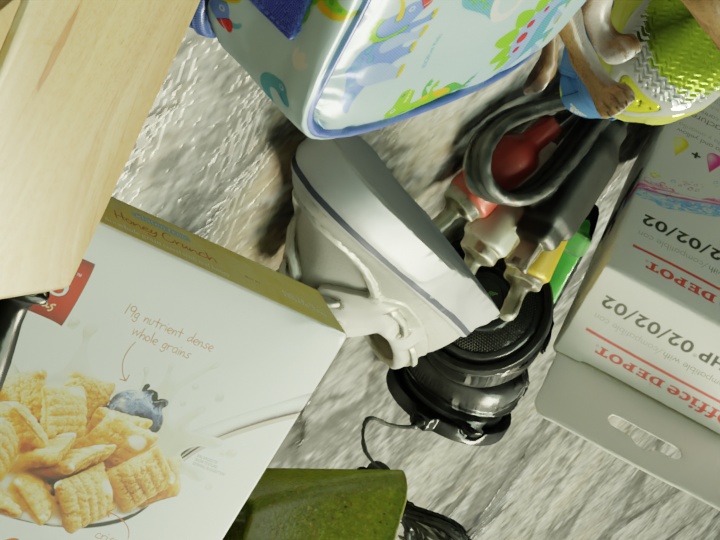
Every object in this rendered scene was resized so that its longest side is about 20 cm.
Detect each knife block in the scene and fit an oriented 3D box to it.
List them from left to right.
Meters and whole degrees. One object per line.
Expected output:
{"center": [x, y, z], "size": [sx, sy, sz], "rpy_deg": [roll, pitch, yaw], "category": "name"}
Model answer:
{"center": [-0.106, -0.035, 0.773], "size": [0.200, 0.064, 0.176], "rpy_deg": [-41, 152, -15], "category": "knife block"}

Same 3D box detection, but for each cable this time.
{"center": [0.100, -0.076, 1.232], "size": [0.200, 0.050, 0.097], "rpy_deg": [-55, 133, -15], "category": "cable"}

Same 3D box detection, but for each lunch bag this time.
{"center": [0.035, -0.141, 0.862], "size": [0.161, 0.082, 0.200], "rpy_deg": [-27, 154, -46], "category": "lunch bag"}

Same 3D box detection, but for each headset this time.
{"center": [0.063, 0.046, 1.296], "size": [0.200, 0.094, 0.124], "rpy_deg": [-47, 165, -33], "category": "headset"}

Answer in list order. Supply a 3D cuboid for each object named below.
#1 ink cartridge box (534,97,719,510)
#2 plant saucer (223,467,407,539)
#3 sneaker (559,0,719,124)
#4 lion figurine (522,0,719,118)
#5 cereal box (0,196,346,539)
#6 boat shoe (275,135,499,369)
{"center": [0.169, 0.010, 1.305], "size": [0.068, 0.115, 0.200], "rpy_deg": [-63, 180, 44], "category": "ink cartridge box"}
{"center": [-0.080, 0.165, 1.097], "size": [0.200, 0.048, 0.200], "rpy_deg": [-6, -119, 57], "category": "plant saucer"}
{"center": [0.146, -0.138, 1.161], "size": [0.200, 0.076, 0.105], "rpy_deg": [-48, -166, -26], "category": "sneaker"}
{"center": [0.099, -0.124, 0.991], "size": [0.200, 0.123, 0.072], "rpy_deg": [-11, -151, 51], "category": "lion figurine"}
{"center": [-0.115, 0.069, 0.889], "size": [0.144, 0.040, 0.200], "rpy_deg": [24, 106, -26], "category": "cereal box"}
{"center": [0.000, 0.000, 1.112], "size": [0.070, 0.071, 0.200], "rpy_deg": [-37, 162, 3], "category": "boat shoe"}
